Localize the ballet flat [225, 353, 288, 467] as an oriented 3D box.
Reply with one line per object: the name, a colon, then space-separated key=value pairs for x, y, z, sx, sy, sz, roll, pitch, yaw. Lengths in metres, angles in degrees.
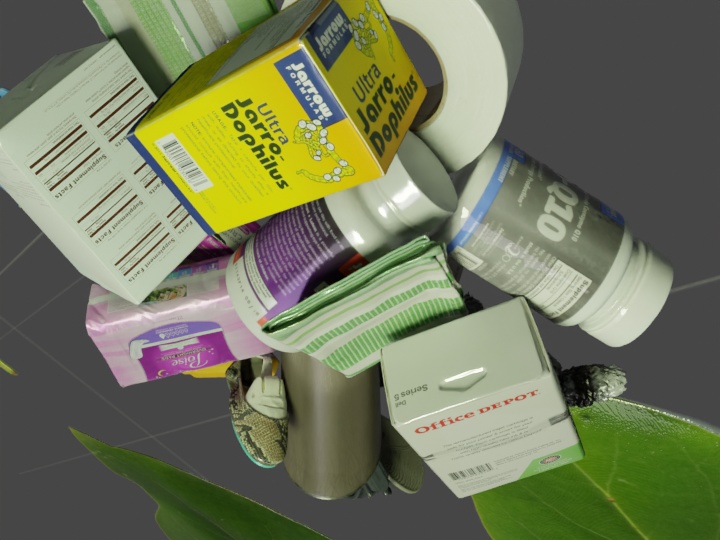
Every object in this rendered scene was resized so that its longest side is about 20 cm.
ballet flat: x=-0.118 y=0.140 z=0.803 sx=0.067 sy=0.200 sz=0.077 roll=20 pitch=103 yaw=-23

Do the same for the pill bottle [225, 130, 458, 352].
pill bottle: x=-0.016 y=-0.026 z=0.591 sx=0.111 sy=0.112 sz=0.199 roll=41 pitch=120 yaw=-18

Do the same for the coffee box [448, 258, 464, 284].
coffee box: x=0.000 y=0.000 z=0.741 sx=0.197 sy=0.116 sz=0.080 roll=31 pitch=140 yaw=-6

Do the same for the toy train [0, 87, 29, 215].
toy train: x=-0.414 y=-0.133 z=0.859 sx=0.199 sy=0.088 sz=0.113 roll=42 pitch=145 yaw=-18

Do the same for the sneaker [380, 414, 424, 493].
sneaker: x=0.008 y=0.268 z=1.070 sx=0.200 sy=0.075 sz=0.106 roll=46 pitch=143 yaw=-8

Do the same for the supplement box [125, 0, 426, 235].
supplement box: x=-0.066 y=-0.122 z=0.538 sx=0.197 sy=0.110 sz=0.110 roll=-13 pitch=127 yaw=38

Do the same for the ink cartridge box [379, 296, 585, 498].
ink cartridge box: x=0.121 y=0.129 z=0.661 sx=0.143 sy=0.085 sz=0.201 roll=-21 pitch=140 yaw=12

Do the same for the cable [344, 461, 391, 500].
cable: x=-0.042 y=0.252 z=1.005 sx=0.161 sy=0.051 sz=0.202 roll=-4 pitch=126 yaw=46

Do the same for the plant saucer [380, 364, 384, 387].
plant saucer: x=-0.019 y=0.095 z=0.920 sx=0.196 sy=0.035 sz=0.203 roll=17 pitch=140 yaw=14

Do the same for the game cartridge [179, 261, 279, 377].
game cartridge: x=-0.225 y=0.075 z=0.920 sx=0.173 sy=0.033 sz=0.202 roll=-6 pitch=132 yaw=33

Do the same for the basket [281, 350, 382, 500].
basket: x=-0.036 y=0.135 z=0.835 sx=0.132 sy=0.182 sz=0.204 roll=1 pitch=127 yaw=0

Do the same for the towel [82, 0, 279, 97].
towel: x=-0.154 y=-0.221 z=0.664 sx=0.195 sy=0.031 sz=0.151 roll=-1 pitch=135 yaw=28

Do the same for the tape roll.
tape roll: x=0.030 y=-0.176 z=0.568 sx=0.198 sy=0.072 sz=0.205 roll=16 pitch=140 yaw=14

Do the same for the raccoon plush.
raccoon plush: x=0.186 y=0.084 z=0.778 sx=0.195 sy=0.097 sz=0.136 roll=-16 pitch=117 yaw=8

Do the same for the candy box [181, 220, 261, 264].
candy box: x=-0.192 y=-0.002 z=0.890 sx=0.136 sy=0.062 sz=0.199 roll=40 pitch=140 yaw=-16

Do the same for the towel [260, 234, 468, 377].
towel: x=0.019 y=0.040 z=0.592 sx=0.150 sy=0.024 sz=0.200 roll=-28 pitch=159 yaw=6

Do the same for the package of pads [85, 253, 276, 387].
package of pads: x=-0.197 y=0.056 z=0.792 sx=0.195 sy=0.077 sz=0.122 roll=-13 pitch=134 yaw=-2

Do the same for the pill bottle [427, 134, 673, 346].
pill bottle: x=0.169 y=-0.023 z=0.620 sx=0.197 sy=0.115 sz=0.114 roll=30 pitch=141 yaw=-5

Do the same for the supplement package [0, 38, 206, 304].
supplement package: x=-0.274 y=-0.103 z=0.718 sx=0.189 sy=0.147 sz=0.202 roll=15 pitch=145 yaw=49
